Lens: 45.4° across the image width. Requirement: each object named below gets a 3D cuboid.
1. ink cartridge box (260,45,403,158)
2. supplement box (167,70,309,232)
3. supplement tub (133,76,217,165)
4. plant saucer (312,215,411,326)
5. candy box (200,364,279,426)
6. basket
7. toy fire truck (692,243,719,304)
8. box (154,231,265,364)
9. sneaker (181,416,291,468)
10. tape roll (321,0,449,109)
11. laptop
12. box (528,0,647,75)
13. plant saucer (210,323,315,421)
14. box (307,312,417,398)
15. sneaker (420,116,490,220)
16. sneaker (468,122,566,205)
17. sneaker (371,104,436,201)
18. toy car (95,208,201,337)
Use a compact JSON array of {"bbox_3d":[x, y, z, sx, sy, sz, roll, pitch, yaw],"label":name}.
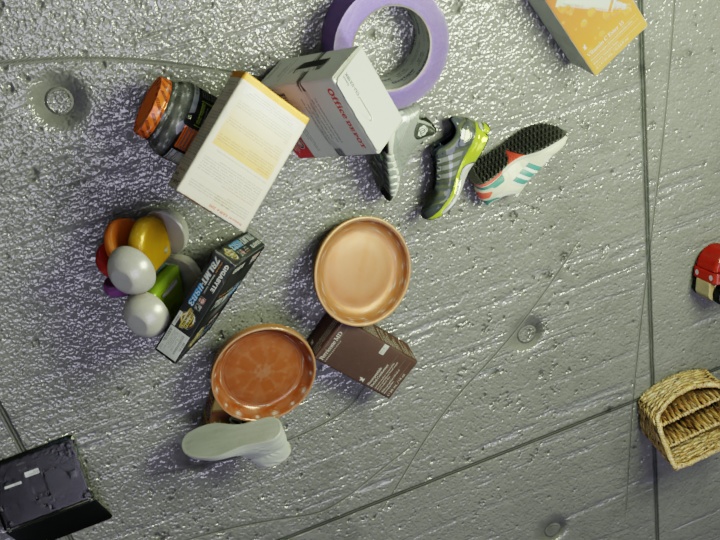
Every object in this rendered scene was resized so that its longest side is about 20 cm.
[{"bbox_3d":[-0.050,-0.260,1.356,0.084,0.198,0.145,-53,126,-26],"label":"ink cartridge box"},{"bbox_3d":[-0.183,-0.179,1.293,0.125,0.073,0.202,32,88,-28],"label":"supplement box"},{"bbox_3d":[-0.249,-0.216,1.364,0.198,0.123,0.124,27,107,-28],"label":"supplement tub"},{"bbox_3d":[0.000,0.000,1.584,0.196,0.037,0.205,-5,101,-24],"label":"plant saucer"},{"bbox_3d":[-0.235,0.258,1.657,0.114,0.057,0.204,9,112,-23],"label":"candy box"},{"bbox_3d":[0.758,0.330,1.969,0.196,0.150,0.145,-20,122,-6],"label":"basket"},{"bbox_3d":[0.814,-0.036,1.823,0.172,0.129,0.205,-6,107,-14],"label":"toy fire truck"},{"bbox_3d":[-0.251,0.040,1.457,0.049,0.200,0.200,35,103,-1],"label":"box"},{"bbox_3d":[-0.230,0.341,1.626,0.195,0.075,0.117,-8,141,8],"label":"sneaker"},{"bbox_3d":[0.040,-0.371,1.401,0.195,0.085,0.204,-7,119,-13],"label":"tape roll"},{"bbox_3d":[-0.596,0.429,1.654,0.174,0.103,0.204,-19,96,-8],"label":"laptop"},{"bbox_3d":[0.374,-0.456,1.460,0.124,0.098,0.200,-43,121,7],"label":"box"},{"bbox_3d":[-0.180,0.187,1.589,0.196,0.032,0.204,-8,118,-14],"label":"plant saucer"},{"bbox_3d":[0.005,0.156,1.674,0.198,0.075,0.101,31,104,-27],"label":"box"},{"bbox_3d":[0.153,-0.188,1.552,0.080,0.074,0.203,23,102,-17],"label":"sneaker"},{"bbox_3d":[0.295,-0.193,1.599,0.197,0.071,0.094,-31,140,-3],"label":"sneaker"},{"bbox_3d":[0.082,-0.206,1.482,0.114,0.076,0.201,-27,153,-15],"label":"sneaker"},{"bbox_3d":[-0.367,0.003,1.436,0.147,0.176,0.204,2,123,21],"label":"toy car"}]
